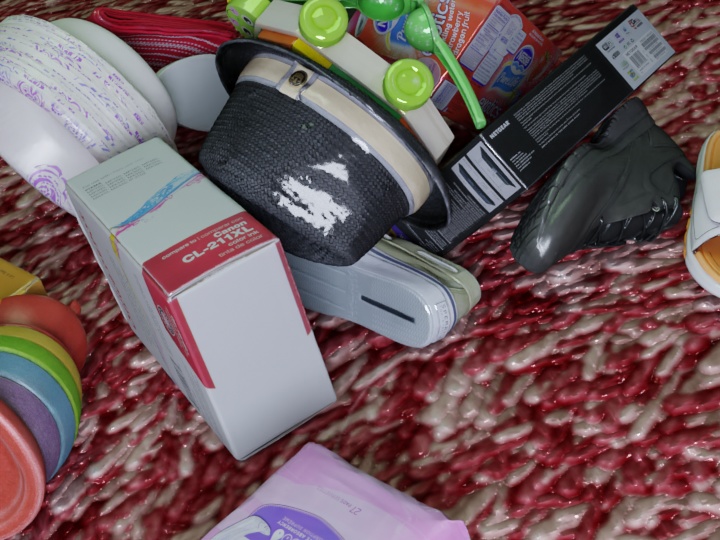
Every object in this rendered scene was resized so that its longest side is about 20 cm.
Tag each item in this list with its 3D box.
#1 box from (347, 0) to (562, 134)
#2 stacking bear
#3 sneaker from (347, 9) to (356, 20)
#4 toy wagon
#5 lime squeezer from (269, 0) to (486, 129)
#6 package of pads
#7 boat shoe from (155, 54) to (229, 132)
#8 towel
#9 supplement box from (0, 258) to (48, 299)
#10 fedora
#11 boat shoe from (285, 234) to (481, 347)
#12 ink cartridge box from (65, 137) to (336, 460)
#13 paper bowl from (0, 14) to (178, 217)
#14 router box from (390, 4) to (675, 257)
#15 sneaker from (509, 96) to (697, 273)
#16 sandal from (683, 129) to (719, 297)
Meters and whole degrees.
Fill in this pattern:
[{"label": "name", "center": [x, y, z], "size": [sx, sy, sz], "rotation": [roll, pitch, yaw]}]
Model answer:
[{"label": "box", "center": [0.078, -0.180, 0.957], "size": [0.095, 0.200, 0.100], "rotation": [40, 102, 20]}, {"label": "stacking bear", "center": [-0.244, 0.083, 0.819], "size": [0.122, 0.114, 0.200], "rotation": [-51, 14, 22]}, {"label": "sneaker", "center": [-0.038, -0.178, 1.017], "size": [0.200, 0.060, 0.104], "rotation": [-32, 46, -33]}, {"label": "toy wagon", "center": [-0.025, -0.136, 0.831], "size": [0.200, 0.155, 0.040], "rotation": [37, 76, 2]}, {"label": "lime squeezer", "center": [0.023, -0.172, 0.837], "size": [0.200, 0.038, 0.071], "rotation": [33, 50, 20]}, {"label": "package of pads", "center": [-0.046, 0.187, 0.625], "size": [0.120, 0.076, 0.200], "rotation": [19, 47, 42]}, {"label": "boat shoe", "center": [-0.119, -0.172, 1.124], "size": [0.200, 0.072, 0.066], "rotation": [-18, 15, -38]}, {"label": "towel", "center": [-0.222, -0.193, 1.129], "size": [0.144, 0.023, 0.200], "rotation": [0, -15, -36]}, {"label": "supplement box", "center": [-0.329, 0.019, 0.976], "size": [0.200, 0.069, 0.067], "rotation": [20, 49, 42]}, {"label": "fedora", "center": [-0.039, -0.065, 0.812], "size": [0.200, 0.201, 0.092], "rotation": [25, 72, 43]}, {"label": "boat shoe", "center": [0.000, 0.000, 0.887], "size": [0.200, 0.072, 0.062], "rotation": [29, 36, 35]}, {"label": "ink cartridge box", "center": [-0.115, 0.012, 0.829], "size": [0.083, 0.146, 0.200], "rotation": [-30, 38, -17]}, {"label": "paper bowl", "center": [-0.238, -0.134, 1.021], "size": [0.200, 0.201, 0.104], "rotation": [17, 58, 38]}, {"label": "router box", "center": [0.126, -0.099, 0.898], "size": [0.200, 0.052, 0.157], "rotation": [-41, -1, -32]}, {"label": "sneaker", "center": [0.183, -0.052, 0.857], "size": [0.091, 0.076, 0.200], "rotation": [42, 52, 8]}, {"label": "sandal", "center": [0.270, -0.056, 0.836], "size": [0.079, 0.059, 0.207], "rotation": [8, 42, 5]}]
